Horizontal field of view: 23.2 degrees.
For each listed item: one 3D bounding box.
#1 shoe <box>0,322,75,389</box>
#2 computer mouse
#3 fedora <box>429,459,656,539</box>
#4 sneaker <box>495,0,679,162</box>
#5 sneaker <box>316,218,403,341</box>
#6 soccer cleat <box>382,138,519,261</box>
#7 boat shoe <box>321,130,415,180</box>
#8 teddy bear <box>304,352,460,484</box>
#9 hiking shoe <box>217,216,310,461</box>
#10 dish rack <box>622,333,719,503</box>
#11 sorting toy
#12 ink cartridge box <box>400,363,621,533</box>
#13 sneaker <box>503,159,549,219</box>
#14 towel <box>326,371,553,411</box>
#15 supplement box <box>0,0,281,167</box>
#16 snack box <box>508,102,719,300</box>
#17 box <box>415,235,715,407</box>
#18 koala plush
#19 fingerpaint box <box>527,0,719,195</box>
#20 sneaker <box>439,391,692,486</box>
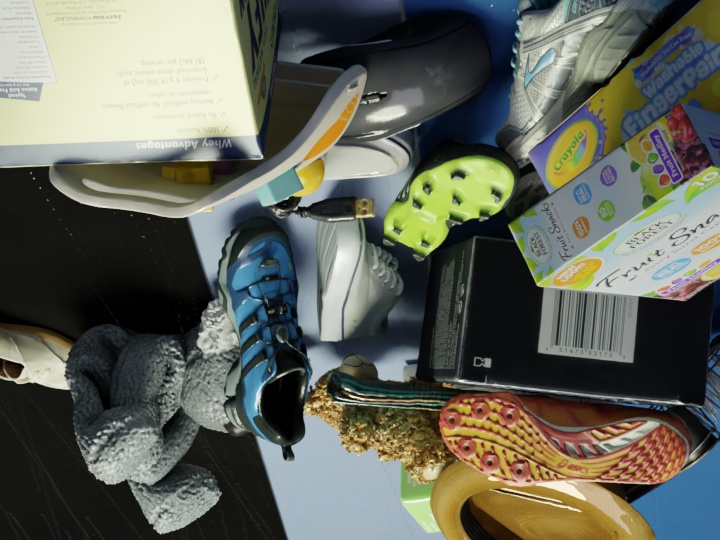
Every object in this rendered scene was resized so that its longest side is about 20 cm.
[{"bbox_3d":[-0.341,0.078,1.637,0.200,0.054,0.070,24,142,-30],"label":"shoe"},{"bbox_3d":[0.003,-0.100,1.267,0.199,0.046,0.141,-10,112,11],"label":"computer mouse"},{"bbox_3d":[0.163,0.202,1.510,0.200,0.082,0.201,13,136,13],"label":"fedora"},{"bbox_3d":[0.142,-0.153,1.221,0.086,0.078,0.200,49,141,9],"label":"sneaker"},{"bbox_3d":[0.000,0.000,1.488,0.070,0.073,0.200,-5,158,-5],"label":"sneaker"},{"bbox_3d":[0.069,-0.070,1.321,0.067,0.081,0.200,27,160,-11],"label":"soccer cleat"},{"bbox_3d":[-0.058,-0.088,1.342,0.199,0.066,0.072,8,147,-9],"label":"boat shoe"},{"bbox_3d":[0.034,0.126,1.582,0.145,0.200,0.067,-21,121,-18],"label":"teddy bear"},{"bbox_3d":[-0.070,0.053,1.482,0.074,0.087,0.201,-16,116,-30],"label":"hiking shoe"},{"bbox_3d":[0.298,0.103,1.516,0.055,0.200,0.153,46,152,3],"label":"dish rack"},{"bbox_3d":[-0.118,-0.081,1.194,0.199,0.180,0.107,9,114,17],"label":"sorting toy"},{"bbox_3d":[0.144,0.155,1.641,0.199,0.146,0.084,-9,147,18],"label":"ink cartridge box"},{"bbox_3d":[0.203,-0.054,1.358,0.199,0.088,0.074,-6,147,13],"label":"sneaker"},{"bbox_3d":[0.072,0.106,1.483,0.199,0.022,0.147,5,179,-4],"label":"towel"},{"bbox_3d":[-0.164,-0.183,1.103,0.199,0.135,0.200,-1,138,6],"label":"supplement box"},{"bbox_3d":[0.210,-0.039,1.146,0.142,0.053,0.200,-38,155,30],"label":"snack box"},{"bbox_3d":[0.160,0.044,1.424,0.196,0.118,0.200,7,175,-7],"label":"box"},{"bbox_3d":[-0.148,0.100,1.595,0.199,0.184,0.177,-27,144,6],"label":"koala plush"},{"bbox_3d":[0.242,-0.109,1.196,0.167,0.074,0.200,-6,152,-46],"label":"fingerpaint box"},{"bbox_3d":[0.161,0.135,1.391,0.199,0.073,0.077,9,-173,11],"label":"sneaker"}]
